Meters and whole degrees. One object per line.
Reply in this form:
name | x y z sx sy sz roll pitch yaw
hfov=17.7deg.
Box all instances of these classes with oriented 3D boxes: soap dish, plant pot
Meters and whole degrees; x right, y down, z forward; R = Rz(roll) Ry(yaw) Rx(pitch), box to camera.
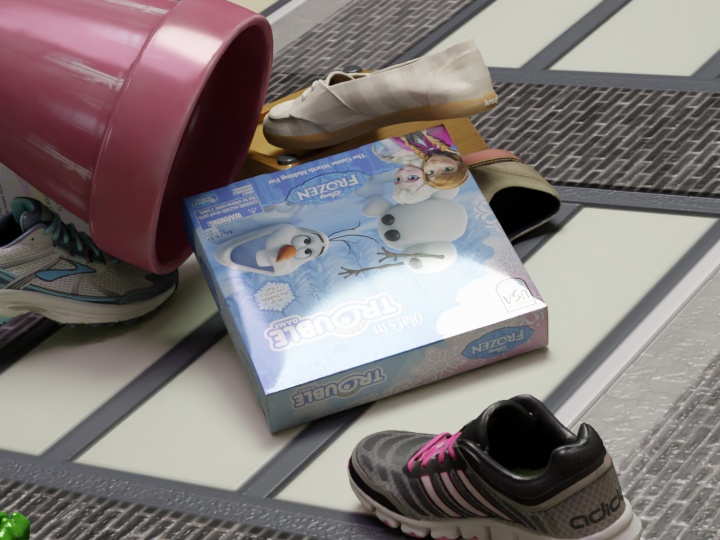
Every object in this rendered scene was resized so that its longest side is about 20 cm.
soap dish | -0.024 -0.088 1.810 0.199 0.082 0.157 -25 28 -29
plant pot | -0.183 -0.122 1.664 0.178 0.201 0.200 23 34 10

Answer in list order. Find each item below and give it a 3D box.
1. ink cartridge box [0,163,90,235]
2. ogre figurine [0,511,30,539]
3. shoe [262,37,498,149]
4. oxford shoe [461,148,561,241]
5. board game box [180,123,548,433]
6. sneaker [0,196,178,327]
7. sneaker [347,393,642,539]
ink cartridge box | -0.256 -0.091 1.841 0.199 0.146 0.084 -11 25 1
ogre figurine | -0.312 0.159 1.401 0.199 0.098 0.120 -29 39 -10
shoe | 0.010 -0.130 1.699 0.199 0.054 0.070 -8 17 33
oxford shoe | 0.055 -0.035 1.677 0.199 0.071 0.075 -25 31 -25
board game box | 0.000 0.000 1.579 0.199 0.044 0.199 -17 48 -11
sneaker | -0.225 -0.008 1.689 0.199 0.087 0.078 -3 19 -25
sneaker | 0.072 0.109 1.339 0.199 0.088 0.074 11 33 41
